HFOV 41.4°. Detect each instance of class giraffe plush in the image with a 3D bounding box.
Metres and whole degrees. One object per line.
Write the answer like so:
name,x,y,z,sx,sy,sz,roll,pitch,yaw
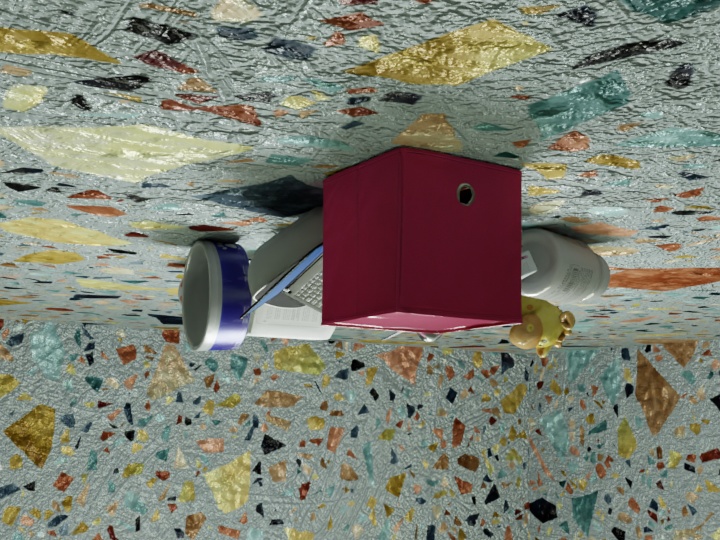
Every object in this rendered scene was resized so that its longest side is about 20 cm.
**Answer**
giraffe plush,0.307,0.080,1.765,0.200,0.162,0.173,-29,160,-4

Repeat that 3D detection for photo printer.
photo printer,-0.129,0.056,1.919,0.199,0.167,0.069,5,-168,-26

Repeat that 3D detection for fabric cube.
fabric cube,0.077,-0.028,1.235,0.196,0.200,0.200,7,169,-30

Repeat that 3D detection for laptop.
laptop,-0.042,0.027,1.387,0.200,0.103,0.177,30,128,-28

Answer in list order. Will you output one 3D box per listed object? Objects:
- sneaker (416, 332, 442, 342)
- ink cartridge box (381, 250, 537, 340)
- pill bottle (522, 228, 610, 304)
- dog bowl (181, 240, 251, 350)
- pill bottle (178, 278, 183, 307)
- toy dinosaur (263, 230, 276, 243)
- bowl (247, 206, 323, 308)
sneaker,0.121,0.074,1.863,0.079,0.200,0.096,4,133,-12
ink cartridge box,0.151,0.040,1.522,0.200,0.043,0.196,-16,169,-38
pill bottle,0.342,-0.002,1.632,0.114,0.115,0.200,-7,168,41
dog bowl,-0.266,0.047,1.752,0.079,0.201,0.200,2,171,-25
pill bottle,-0.295,0.040,1.993,0.111,0.112,0.200,7,170,-31
toy dinosaur,-0.060,-0.032,1.607,0.200,0.077,0.102,-18,130,26
bowl,-0.073,-0.026,1.494,0.199,0.075,0.200,-34,160,15
